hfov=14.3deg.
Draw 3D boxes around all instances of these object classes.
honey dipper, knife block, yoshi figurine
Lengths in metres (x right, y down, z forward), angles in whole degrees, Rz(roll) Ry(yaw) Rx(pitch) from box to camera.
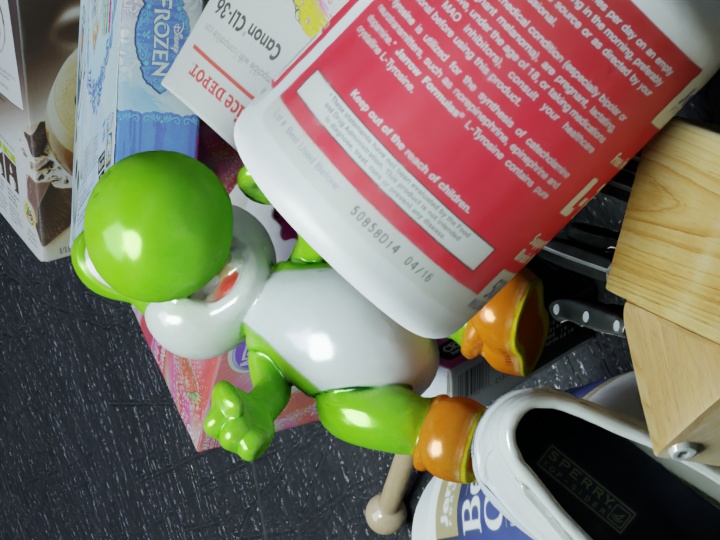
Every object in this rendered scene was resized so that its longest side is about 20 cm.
[{"bbox_3d":[0.028,0.085,1.434,0.200,0.038,0.038,105,143,-57],"label":"honey dipper"},{"bbox_3d":[0.140,-0.026,1.029,0.200,0.064,0.176,-48,42,46],"label":"knife block"},{"bbox_3d":[-0.033,0.010,1.135,0.199,0.112,0.112,20,125,19],"label":"yoshi figurine"}]

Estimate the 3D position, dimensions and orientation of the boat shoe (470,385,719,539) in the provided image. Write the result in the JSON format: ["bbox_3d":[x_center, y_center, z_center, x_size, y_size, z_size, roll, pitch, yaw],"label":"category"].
[{"bbox_3d":[0.127,0.111,1.038,0.199,0.074,0.065,30,173,0],"label":"boat shoe"}]

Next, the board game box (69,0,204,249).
[{"bbox_3d":[-0.108,-0.121,1.378,0.200,0.043,0.200,148,124,-77],"label":"board game box"}]

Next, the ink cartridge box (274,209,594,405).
[{"bbox_3d":[0.000,0.000,1.281,0.200,0.095,0.037,26,131,37],"label":"ink cartridge box"}]

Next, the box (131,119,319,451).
[{"bbox_3d":[-0.048,-0.007,1.472,0.103,0.094,0.200,63,156,27],"label":"box"}]

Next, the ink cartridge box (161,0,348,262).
[{"bbox_3d":[-0.010,-0.098,1.217,0.201,0.067,0.116,-60,36,8],"label":"ink cartridge box"}]

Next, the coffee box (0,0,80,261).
[{"bbox_3d":[-0.152,-0.120,1.628,0.080,0.113,0.201,43,143,52],"label":"coffee box"}]

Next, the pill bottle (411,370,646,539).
[{"bbox_3d":[0.093,0.105,1.180,0.200,0.111,0.112,-26,81,68],"label":"pill bottle"}]

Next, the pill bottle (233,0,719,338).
[{"bbox_3d":[0.059,-0.081,1.015,0.112,0.200,0.112,43,-171,-9],"label":"pill bottle"}]
